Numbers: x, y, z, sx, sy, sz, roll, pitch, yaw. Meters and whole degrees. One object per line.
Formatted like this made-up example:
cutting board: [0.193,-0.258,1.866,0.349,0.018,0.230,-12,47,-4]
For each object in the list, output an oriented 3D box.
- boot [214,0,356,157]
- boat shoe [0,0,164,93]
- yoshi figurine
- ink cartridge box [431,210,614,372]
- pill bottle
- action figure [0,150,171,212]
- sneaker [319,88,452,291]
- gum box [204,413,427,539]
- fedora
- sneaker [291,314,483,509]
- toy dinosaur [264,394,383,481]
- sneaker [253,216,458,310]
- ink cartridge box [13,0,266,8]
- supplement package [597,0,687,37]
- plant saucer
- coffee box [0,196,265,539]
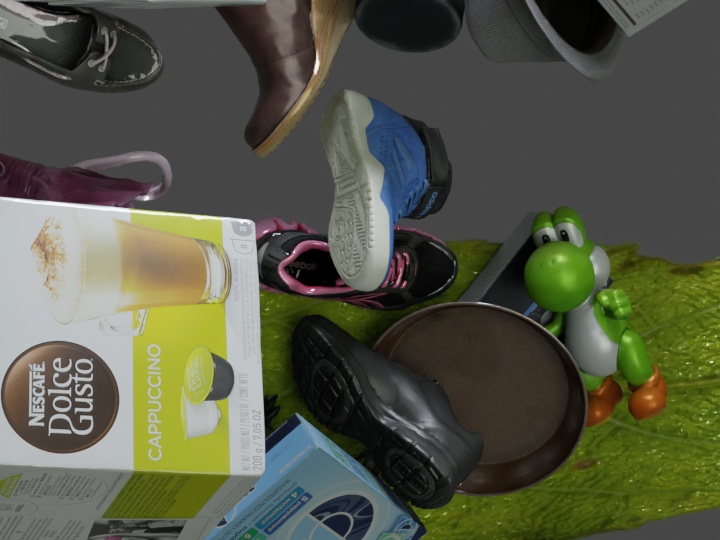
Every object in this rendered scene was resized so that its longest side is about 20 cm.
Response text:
boot: [-0.095,-0.213,1.394,0.166,0.072,0.200,28,90,-11]
boat shoe: [-0.245,-0.185,1.332,0.200,0.057,0.067,17,92,-23]
yoshi figurine: [0.193,0.046,1.477,0.112,0.112,0.200,-27,105,-9]
ink cartridge box: [0.132,0.053,1.529,0.099,0.039,0.200,41,84,-23]
pill bottle: [0.050,-0.282,1.359,0.112,0.112,0.200,21,61,-23]
action figure: [-0.260,-0.066,1.322,0.200,0.134,0.149,18,57,1]
sneaker: [0.032,-0.059,1.406,0.111,0.200,0.077,16,133,-27]
gum box: [-0.059,0.224,1.405,0.170,0.045,0.200,-41,140,3]
fedora: [0.145,-0.236,1.430,0.177,0.090,0.200,46,42,-27]
sneaker: [0.022,0.112,1.443,0.200,0.076,0.091,48,45,9]
toy dinosaur: [-0.075,0.195,1.448,0.200,0.102,0.136,-32,128,-36]
sneaker: [0.000,0.000,1.439,0.200,0.095,0.079,2,96,-23]
ink cartridge box: [-0.166,-0.298,1.272,0.145,0.145,0.200,-12,106,-54]
supplement package: [0.228,-0.326,1.406,0.111,0.200,0.156,-31,116,32]
plant saucer: [0.100,0.108,1.482,0.200,0.034,0.200,5,120,9]
coffee box: [-0.195,0.084,1.244,0.198,0.200,0.200,5,65,-20]
